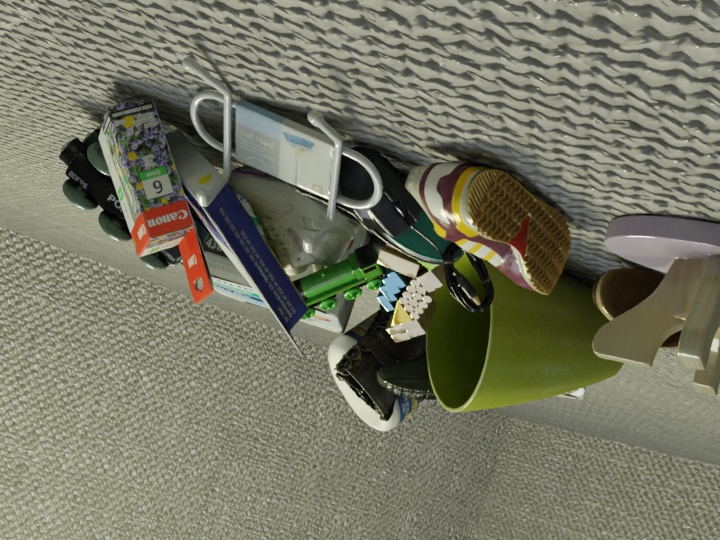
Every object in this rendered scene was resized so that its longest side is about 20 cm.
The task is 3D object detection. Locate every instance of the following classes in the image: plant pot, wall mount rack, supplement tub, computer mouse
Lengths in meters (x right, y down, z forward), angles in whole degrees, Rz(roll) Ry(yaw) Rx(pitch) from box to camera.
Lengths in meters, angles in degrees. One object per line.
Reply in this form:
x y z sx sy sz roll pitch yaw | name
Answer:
0.199 0.072 1.123 0.196 0.191 0.187 6 175 -18 | plant pot
-0.078 -0.107 0.835 0.197 0.075 0.175 23 141 13 | wall mount rack
0.069 0.113 1.371 0.145 0.199 0.146 45 155 28 | supplement tub
0.054 -0.036 0.902 0.200 0.059 0.034 43 175 -11 | computer mouse

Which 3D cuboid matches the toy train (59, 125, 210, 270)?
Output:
-0.251 -0.085 1.125 0.199 0.085 0.114 40 -153 -8 | toy train

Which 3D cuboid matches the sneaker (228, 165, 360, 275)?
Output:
-0.078 -0.050 1.096 0.074 0.101 0.199 24 177 43 | sneaker

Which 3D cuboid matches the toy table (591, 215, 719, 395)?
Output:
0.298 0.035 0.835 0.198 0.119 0.183 9 168 38 | toy table

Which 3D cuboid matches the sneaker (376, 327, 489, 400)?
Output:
0.116 0.113 1.216 0.196 0.092 0.076 -3 167 -8 | sneaker

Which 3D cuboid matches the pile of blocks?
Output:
0.062 -0.008 1.063 0.081 0.063 0.201 24 137 4 | pile of blocks

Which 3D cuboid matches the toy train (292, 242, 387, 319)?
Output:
0.000 0.000 1.116 0.197 0.042 0.057 -23 150 7 | toy train

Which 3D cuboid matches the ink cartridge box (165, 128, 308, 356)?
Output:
-0.126 -0.034 1.029 0.200 0.047 0.199 42 166 49 | ink cartridge box

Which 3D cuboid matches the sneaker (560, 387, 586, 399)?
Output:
0.265 0.157 1.370 0.198 0.086 0.073 -28 176 9 | sneaker

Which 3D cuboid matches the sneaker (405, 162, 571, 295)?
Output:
0.120 -0.044 0.888 0.089 0.076 0.200 20 168 41 | sneaker

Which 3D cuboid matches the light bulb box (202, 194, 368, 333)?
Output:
-0.096 -0.013 1.280 0.195 0.127 0.200 17 172 5 | light bulb box

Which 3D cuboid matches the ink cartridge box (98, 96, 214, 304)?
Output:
-0.209 -0.061 0.992 0.050 0.203 0.109 -17 178 -21 | ink cartridge box

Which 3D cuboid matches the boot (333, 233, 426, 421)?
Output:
0.029 0.071 1.235 0.201 0.174 0.069 54 158 -24 | boot

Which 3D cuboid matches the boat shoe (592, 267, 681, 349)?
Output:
0.311 0.047 1.041 0.197 0.073 0.072 16 172 -30 | boat shoe

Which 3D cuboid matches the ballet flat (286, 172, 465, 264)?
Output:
0.014 -0.070 0.948 0.198 0.069 0.068 30 179 -8 | ballet flat
